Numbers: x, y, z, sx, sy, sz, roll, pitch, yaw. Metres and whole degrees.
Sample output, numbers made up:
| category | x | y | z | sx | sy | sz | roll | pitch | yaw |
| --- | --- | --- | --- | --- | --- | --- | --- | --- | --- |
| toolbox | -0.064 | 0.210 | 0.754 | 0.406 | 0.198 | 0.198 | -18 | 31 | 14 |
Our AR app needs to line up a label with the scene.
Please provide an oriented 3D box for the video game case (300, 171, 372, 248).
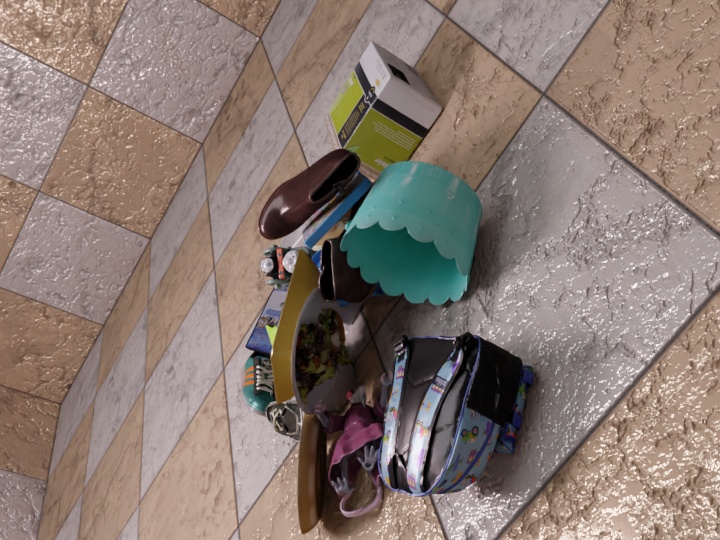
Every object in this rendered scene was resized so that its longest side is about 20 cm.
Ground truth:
| category | x | y | z | sx | sy | sz | roll | pitch | yaw |
| --- | --- | --- | --- | --- | --- | --- | --- | --- | --- |
| video game case | -0.045 | -0.109 | 1.278 | 0.143 | 0.018 | 0.200 | -46 | 13 | 4 |

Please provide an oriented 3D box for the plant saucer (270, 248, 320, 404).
| category | x | y | z | sx | sy | sz | roll | pitch | yaw |
| --- | --- | --- | --- | --- | --- | --- | --- | --- | --- |
| plant saucer | -0.099 | 0.101 | 1.273 | 0.201 | 0.048 | 0.202 | 94 | -172 | -58 |

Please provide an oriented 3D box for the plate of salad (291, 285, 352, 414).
| category | x | y | z | sx | sy | sz | roll | pitch | yaw |
| --- | --- | --- | --- | --- | --- | --- | --- | --- | --- |
| plate of salad | -0.057 | 0.125 | 1.191 | 0.047 | 0.200 | 0.203 | 5 | 67 | 20 |

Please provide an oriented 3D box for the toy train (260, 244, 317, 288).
| category | x | y | z | sx | sy | sz | roll | pitch | yaw |
| --- | --- | --- | --- | --- | --- | --- | --- | --- | --- |
| toy train | -0.106 | -0.009 | 1.469 | 0.113 | 0.199 | 0.087 | -10 | 81 | 26 |

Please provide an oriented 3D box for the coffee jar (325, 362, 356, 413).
| category | x | y | z | sx | sy | sz | roll | pitch | yaw |
| --- | --- | --- | --- | --- | --- | --- | --- | --- | --- |
| coffee jar | -0.087 | 0.179 | 1.403 | 0.105 | 0.085 | 0.200 | -66 | 25 | 1 |

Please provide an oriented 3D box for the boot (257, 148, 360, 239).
| category | x | y | z | sx | sy | sz | roll | pitch | yaw |
| --- | --- | --- | --- | --- | --- | --- | --- | --- | --- |
| boot | -0.086 | -0.118 | 1.191 | 0.200 | 0.072 | 0.166 | -42 | 10 | 1 |

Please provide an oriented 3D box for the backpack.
| category | x | y | z | sx | sy | sz | roll | pitch | yaw |
| --- | --- | --- | --- | --- | --- | --- | --- | --- | --- |
| backpack | 0.111 | 0.191 | 0.962 | 0.182 | 0.133 | 0.202 | -11 | 58 | 59 |

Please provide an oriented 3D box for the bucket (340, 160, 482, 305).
| category | x | y | z | sx | sy | sz | roll | pitch | yaw |
| --- | --- | --- | --- | --- | --- | --- | --- | --- | --- |
| bucket | 0.084 | -0.057 | 1.156 | 0.206 | 0.206 | 0.136 | -22 | 38 | 55 |

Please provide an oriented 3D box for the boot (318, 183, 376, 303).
| category | x | y | z | sx | sy | sz | roll | pitch | yaw |
| --- | --- | --- | --- | --- | --- | --- | --- | --- | --- |
| boot | -0.011 | -0.047 | 1.226 | 0.071 | 0.166 | 0.203 | 2 | 90 | 23 |

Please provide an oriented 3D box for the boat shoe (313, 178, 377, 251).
| category | x | y | z | sx | sy | sz | roll | pitch | yaw |
| --- | --- | --- | --- | --- | --- | --- | --- | --- | --- |
| boat shoe | -0.016 | -0.108 | 1.373 | 0.199 | 0.067 | 0.074 | -31 | 29 | 7 |

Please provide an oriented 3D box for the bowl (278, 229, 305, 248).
| category | x | y | z | sx | sy | sz | roll | pitch | yaw |
| --- | --- | --- | --- | --- | --- | --- | --- | --- | --- |
| bowl | -0.101 | -0.084 | 1.632 | 0.200 | 0.074 | 0.201 | -41 | 20 | 38 |

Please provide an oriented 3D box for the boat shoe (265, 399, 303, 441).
| category | x | y | z | sx | sy | sz | roll | pitch | yaw |
| --- | --- | --- | --- | --- | --- | --- | --- | --- | --- |
| boat shoe | -0.133 | 0.276 | 1.392 | 0.200 | 0.063 | 0.072 | 164 | 107 | -72 |

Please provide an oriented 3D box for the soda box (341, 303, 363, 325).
| category | x | y | z | sx | sy | sz | roll | pitch | yaw |
| --- | --- | --- | --- | --- | --- | --- | --- | --- | --- |
| soda box | -0.003 | -0.003 | 1.423 | 0.201 | 0.063 | 0.068 | -59 | 26 | 14 |

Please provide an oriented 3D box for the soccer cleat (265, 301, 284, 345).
| category | x | y | z | sx | sy | sz | roll | pitch | yaw |
| --- | --- | --- | --- | --- | --- | --- | --- | --- | --- |
| soccer cleat | -0.115 | 0.078 | 1.524 | 0.200 | 0.067 | 0.081 | -43 | 63 | 17 |

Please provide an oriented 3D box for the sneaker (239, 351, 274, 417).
| category | x | y | z | sx | sy | sz | roll | pitch | yaw |
| --- | --- | --- | --- | --- | --- | --- | --- | --- | --- |
| sneaker | -0.212 | 0.228 | 1.616 | 0.081 | 0.071 | 0.200 | -62 | 24 | 17 |

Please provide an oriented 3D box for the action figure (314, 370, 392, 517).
| category | x | y | z | sx | sy | sz | roll | pitch | yaw |
| --- | --- | --- | --- | --- | --- | --- | --- | --- | --- |
| action figure | 0.008 | 0.254 | 1.187 | 0.132 | 0.151 | 0.200 | -16 | 22 | 5 |

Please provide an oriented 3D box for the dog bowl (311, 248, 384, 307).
| category | x | y | z | sx | sy | sz | roll | pitch | yaw |
| --- | --- | --- | --- | --- | --- | --- | --- | --- | --- |
| dog bowl | 0.000 | 0.000 | 1.344 | 0.198 | 0.049 | 0.113 | -18 | 79 | 28 |

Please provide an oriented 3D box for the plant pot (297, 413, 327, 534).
| category | x | y | z | sx | sy | sz | roll | pitch | yaw |
| --- | --- | --- | --- | --- | --- | --- | --- | --- | --- |
| plant pot | -0.075 | 0.318 | 1.225 | 0.200 | 0.027 | 0.203 | 0 | -90 | -87 |

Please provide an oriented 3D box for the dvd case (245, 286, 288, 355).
| category | x | y | z | sx | sy | sz | roll | pitch | yaw |
| --- | --- | --- | --- | --- | --- | --- | --- | --- | --- |
| dvd case | -0.164 | 0.089 | 1.639 | 0.142 | 0.017 | 0.202 | 6 | 66 | 50 |

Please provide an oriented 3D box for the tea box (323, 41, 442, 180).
| category | x | y | z | sx | sy | sz | roll | pitch | yaw |
| --- | --- | --- | --- | --- | --- | --- | --- | --- | --- |
| tea box | 0.038 | -0.315 | 1.530 | 0.197 | 0.133 | 0.201 | -52 | 29 | 23 |
